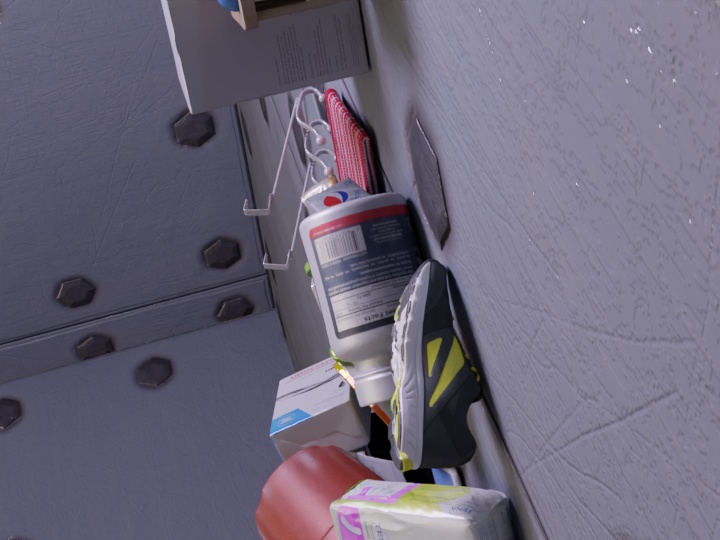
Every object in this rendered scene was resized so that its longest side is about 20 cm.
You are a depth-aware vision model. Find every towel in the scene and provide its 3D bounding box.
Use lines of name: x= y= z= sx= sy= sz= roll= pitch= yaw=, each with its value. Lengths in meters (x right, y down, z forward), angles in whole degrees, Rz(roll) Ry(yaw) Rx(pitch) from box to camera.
towel: x=-0.005 y=-0.130 z=1.443 sx=0.200 sy=0.022 sz=0.147 roll=-120 pitch=17 yaw=-62

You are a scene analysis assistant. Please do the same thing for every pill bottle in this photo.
pill bottle: x=0.016 y=0.032 z=1.228 sx=0.120 sy=0.118 sz=0.203 roll=135 pitch=120 yaw=-81

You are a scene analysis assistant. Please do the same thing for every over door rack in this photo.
over door rack: x=-0.075 y=-0.113 z=1.536 sx=0.148 sy=0.066 sz=0.202 roll=77 pitch=-148 yaw=-59

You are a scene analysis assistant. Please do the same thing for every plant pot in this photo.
plant pot: x=-0.016 y=0.315 z=1.372 sx=0.195 sy=0.199 sz=0.203 roll=34 pitch=142 yaw=48

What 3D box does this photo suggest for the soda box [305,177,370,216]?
soda box: x=0.000 y=0.000 z=1.371 sx=0.068 sy=0.063 sz=0.202 roll=42 pitch=154 yaw=53

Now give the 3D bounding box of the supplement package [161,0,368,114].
supplement package: x=-0.112 y=-0.283 z=1.276 sx=0.151 sy=0.197 sz=0.154 roll=-120 pitch=18 yaw=-62

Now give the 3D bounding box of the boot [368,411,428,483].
boot: x=0.042 y=0.257 z=1.589 sx=0.200 sy=0.075 sz=0.171 roll=-137 pitch=30 yaw=-64

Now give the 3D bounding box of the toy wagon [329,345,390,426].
toy wagon: x=0.039 y=0.159 z=1.353 sx=0.200 sy=0.040 sz=0.155 roll=44 pitch=175 yaw=46

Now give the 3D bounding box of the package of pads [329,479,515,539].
package of pads: x=0.068 y=0.287 z=1.161 sx=0.198 sy=0.068 sz=0.157 roll=-3 pitch=105 yaw=43

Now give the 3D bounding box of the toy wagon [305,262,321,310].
toy wagon: x=-0.006 y=0.070 z=1.549 sx=0.200 sy=0.039 sz=0.157 roll=38 pitch=-155 yaw=-61

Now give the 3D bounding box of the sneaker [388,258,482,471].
sneaker: x=0.073 y=0.091 z=1.106 sx=0.075 sy=0.083 sz=0.203 roll=127 pitch=150 yaw=-71

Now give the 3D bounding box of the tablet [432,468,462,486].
tablet: x=0.123 y=0.323 z=1.369 sx=0.130 sy=0.013 sz=0.203 roll=156 pitch=99 yaw=-82

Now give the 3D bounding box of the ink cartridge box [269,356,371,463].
ink cartridge box: x=-0.049 y=0.174 z=1.543 sx=0.067 sy=0.114 sz=0.200 roll=63 pitch=-171 yaw=-17

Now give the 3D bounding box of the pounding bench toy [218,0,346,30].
pounding bench toy: x=-0.077 y=-0.341 z=1.085 sx=0.124 sy=0.153 sz=0.203 roll=-125 pitch=22 yaw=-69

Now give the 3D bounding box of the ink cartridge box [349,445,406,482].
ink cartridge box: x=0.027 y=0.287 z=1.502 sx=0.199 sy=0.050 sz=0.164 roll=-1 pitch=115 yaw=52

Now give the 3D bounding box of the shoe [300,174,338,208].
shoe: x=-0.013 y=-0.020 z=1.492 sx=0.070 sy=0.053 sz=0.202 roll=-158 pitch=42 yaw=-86
